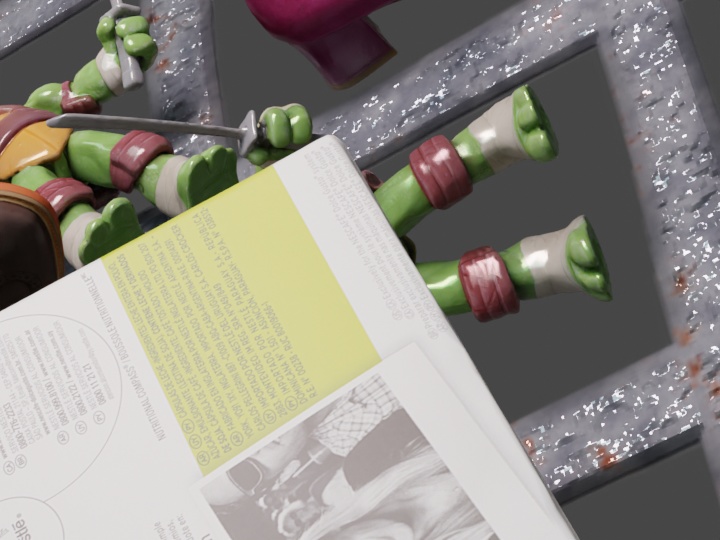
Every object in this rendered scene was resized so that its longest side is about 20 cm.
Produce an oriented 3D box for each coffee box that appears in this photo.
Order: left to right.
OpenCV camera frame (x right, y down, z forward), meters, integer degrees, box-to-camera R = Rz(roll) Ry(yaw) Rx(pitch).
[{"bbox_3d":[-0.030,0.116,0.844,0.198,0.200,0.200,-29,53,-2],"label":"coffee box"}]

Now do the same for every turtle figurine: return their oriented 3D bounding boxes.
[{"bbox_3d":[-0.163,-0.086,1.226,0.194,0.144,0.200,30,106,34],"label":"turtle figurine"},{"bbox_3d":[0.000,0.000,1.040,0.194,0.200,0.144,-22,59,10],"label":"turtle figurine"}]

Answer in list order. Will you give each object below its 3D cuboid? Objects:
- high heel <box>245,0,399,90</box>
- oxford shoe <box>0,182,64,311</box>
[{"bbox_3d":[0.030,-0.186,1.221,0.200,0.096,0.067,-38,41,6],"label":"high heel"},{"bbox_3d":[-0.184,0.045,1.155,0.073,0.071,0.200,-94,18,-48],"label":"oxford shoe"}]
